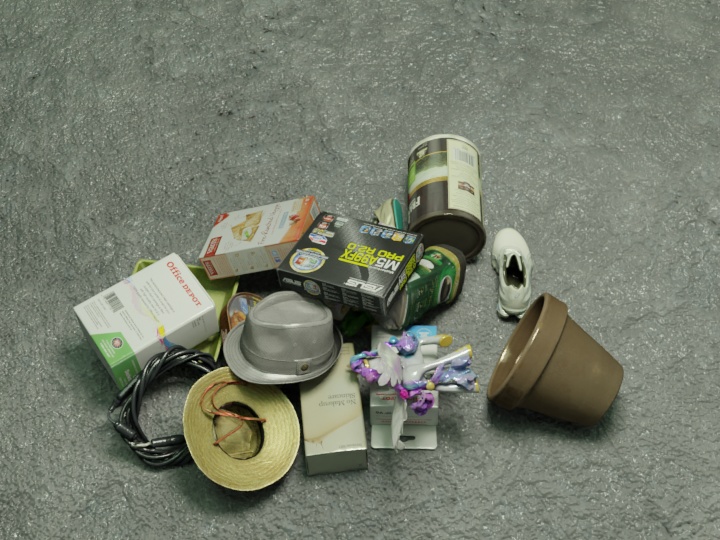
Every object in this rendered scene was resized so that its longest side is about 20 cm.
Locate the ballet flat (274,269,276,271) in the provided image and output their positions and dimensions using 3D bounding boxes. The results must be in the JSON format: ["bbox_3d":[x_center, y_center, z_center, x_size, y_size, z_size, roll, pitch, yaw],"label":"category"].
[{"bbox_3d":[-0.094,0.000,1.764,0.199,0.068,0.072,37,42,25],"label":"ballet flat"}]

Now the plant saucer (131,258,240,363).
[{"bbox_3d":[-0.327,0.082,1.711,0.197,0.048,0.201,7,53,6],"label":"plant saucer"}]

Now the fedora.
[{"bbox_3d":[-0.122,0.096,1.560,0.198,0.091,0.177,-3,37,-15],"label":"fedora"}]

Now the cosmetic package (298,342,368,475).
[{"bbox_3d":[-0.048,0.226,1.582,0.102,0.073,0.201,-7,52,-4],"label":"cosmetic package"}]

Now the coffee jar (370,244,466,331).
[{"bbox_3d":[0.104,0.025,1.672,0.085,0.105,0.199,25,30,31],"label":"coffee jar"}]

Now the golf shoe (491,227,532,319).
[{"bbox_3d":[0.281,-0.013,1.740,0.077,0.098,0.201,-2,51,2],"label":"golf shoe"}]

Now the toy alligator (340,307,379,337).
[{"bbox_3d":[-0.003,0.081,1.706,0.200,0.060,0.054,-43,20,-23],"label":"toy alligator"}]

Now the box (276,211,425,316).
[{"bbox_3d":[-0.014,-0.016,1.582,0.198,0.045,0.161,14,46,24],"label":"box"}]

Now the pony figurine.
[{"bbox_3d":[0.081,0.168,1.507,0.198,0.168,0.193,-9,22,-2],"label":"pony figurine"}]

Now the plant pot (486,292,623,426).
[{"bbox_3d":[0.326,0.164,1.565,0.174,0.201,0.201,30,57,2],"label":"plant pot"}]

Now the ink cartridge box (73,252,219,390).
[{"bbox_3d":[-0.359,0.083,1.627,0.199,0.084,0.145,-31,58,-20],"label":"ink cartridge box"}]

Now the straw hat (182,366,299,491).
[{"bbox_3d":[-0.200,0.262,1.543,0.199,0.085,0.203,10,62,-19],"label":"straw hat"}]

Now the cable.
[{"bbox_3d":[-0.302,0.219,1.572,0.163,0.051,0.200,44,68,1],"label":"cable"}]

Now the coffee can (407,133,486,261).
[{"bbox_3d":[0.159,-0.133,1.801,0.145,0.147,0.202,1,52,2],"label":"coffee can"}]

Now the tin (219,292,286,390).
[{"bbox_3d":[-0.182,0.129,1.646,0.111,0.042,0.201,13,47,-32],"label":"tin"}]

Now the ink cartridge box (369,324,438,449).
[{"bbox_3d":[0.073,0.193,1.606,0.115,0.068,0.202,0,53,2],"label":"ink cartridge box"}]

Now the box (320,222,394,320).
[{"bbox_3d":[0.000,0.000,1.702,0.038,0.042,0.200,19,58,33],"label":"box"}]

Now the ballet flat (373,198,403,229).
[{"bbox_3d":[0.056,-0.046,1.797,0.069,0.070,0.201,-5,51,-2],"label":"ballet flat"}]

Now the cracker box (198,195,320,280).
[{"bbox_3d":[-0.177,-0.059,1.720,0.198,0.058,0.135,-11,36,19],"label":"cracker box"}]
